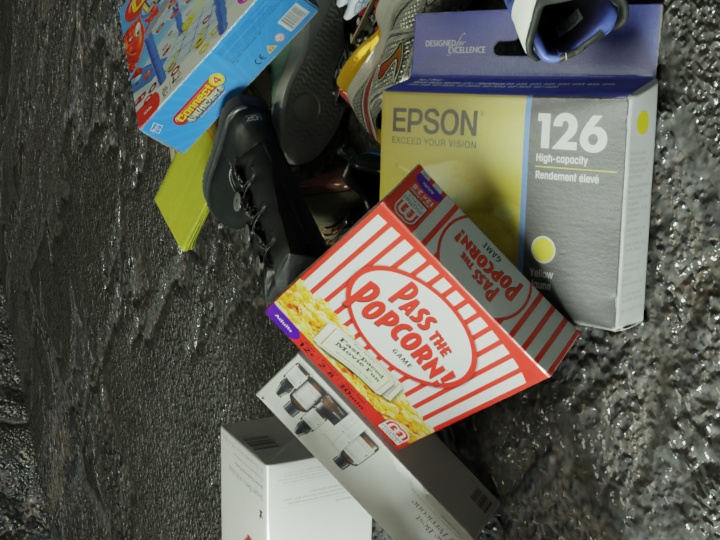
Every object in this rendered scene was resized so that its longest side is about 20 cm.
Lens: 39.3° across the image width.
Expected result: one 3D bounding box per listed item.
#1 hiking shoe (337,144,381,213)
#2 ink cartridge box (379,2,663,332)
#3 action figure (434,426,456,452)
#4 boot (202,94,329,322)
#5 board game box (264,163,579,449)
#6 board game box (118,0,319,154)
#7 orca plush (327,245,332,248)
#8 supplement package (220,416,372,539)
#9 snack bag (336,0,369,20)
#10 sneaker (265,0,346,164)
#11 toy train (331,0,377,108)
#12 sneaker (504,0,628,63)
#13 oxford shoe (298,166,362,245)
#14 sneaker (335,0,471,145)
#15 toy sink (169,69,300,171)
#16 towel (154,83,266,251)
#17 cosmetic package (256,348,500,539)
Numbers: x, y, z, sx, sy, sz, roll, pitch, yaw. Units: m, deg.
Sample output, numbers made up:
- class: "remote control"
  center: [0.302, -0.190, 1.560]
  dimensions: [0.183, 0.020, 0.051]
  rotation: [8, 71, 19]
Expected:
- class: "hiking shoe"
  center: [0.044, -0.012, 0.805]
  dimensions: [0.075, 0.086, 0.201]
  rotation: [-58, 45, 48]
- class: "ink cartridge box"
  center: [0.098, -0.074, 0.678]
  dimensions: [0.197, 0.047, 0.201]
  rotation: [9, 105, 41]
- class: "action figure"
  center: [0.017, 0.116, 0.890]
  dimensions: [0.200, 0.069, 0.131]
  rotation: [-7, 97, 66]
- class: "boot"
  center: [-0.086, -0.034, 0.923]
  dimensions: [0.165, 0.065, 0.201]
  rotation: [101, 150, -51]
- class: "board game box"
  center: [0.033, 0.035, 0.703]
  dimensions: [0.152, 0.046, 0.200]
  rotation: [46, 145, -2]
- class: "board game box"
  center: [-0.145, -0.250, 0.970]
  dimensions: [0.200, 0.056, 0.196]
  rotation: [-42, 46, 24]
- class: "orca plush"
  center: [0.000, 0.000, 0.870]
  dimensions: [0.200, 0.105, 0.071]
  rotation: [-92, -21, -63]
- class: "supplement package"
  center: [-0.067, 0.260, 1.021]
  dimensions: [0.121, 0.119, 0.201]
  rotation: [20, 112, 58]
- class: "snack bag"
  center: [0.064, -0.280, 0.667]
  dimensions: [0.021, 0.200, 0.189]
  rotation: [35, 141, 1]
- class: "sneaker"
  center: [-0.069, -0.205, 0.997]
  dimensions: [0.118, 0.073, 0.202]
  rotation: [10, 94, 54]
- class: "toy train"
  center: [0.016, -0.222, 0.884]
  dimensions: [0.200, 0.034, 0.046]
  rotation: [122, 147, -49]
- class: "sneaker"
  center: [0.105, -0.189, 0.626]
  dimensions: [0.200, 0.080, 0.116]
  rotation: [-100, -12, -74]
- class: "oxford shoe"
  center: [-0.032, -0.054, 0.977]
  dimensions: [0.200, 0.070, 0.074]
  rotation: [-13, 97, 68]
- class: "sneaker"
  center: [0.050, -0.172, 0.798]
  dimensions: [0.082, 0.077, 0.200]
  rotation: [63, 151, 16]
- class: "toy sink"
  center: [-0.154, -0.193, 1.119]
  dimensions: [0.130, 0.111, 0.201]
  rotation: [-18, 78, 61]
- class: "towel"
  center: [-0.156, -0.118, 1.025]
  dimensions: [0.086, 0.018, 0.200]
  rotation: [58, 132, 31]
- class: "cosmetic package"
  center: [0.012, 0.145, 0.817]
  dimensions: [0.200, 0.051, 0.083]
  rotation: [46, 138, 1]
